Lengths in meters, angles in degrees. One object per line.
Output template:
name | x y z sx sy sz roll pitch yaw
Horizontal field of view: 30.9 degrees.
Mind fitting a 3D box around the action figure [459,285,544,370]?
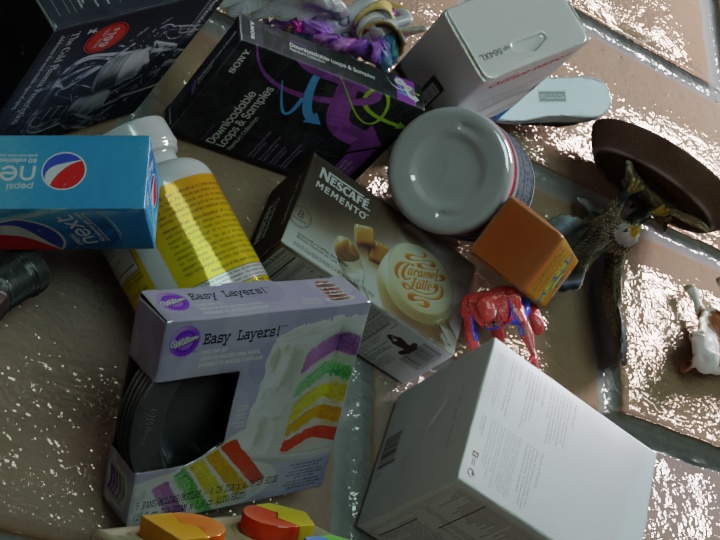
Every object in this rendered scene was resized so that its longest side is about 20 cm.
action figure | 0.140 0.068 1.235 0.200 0.065 0.099 30 48 -71

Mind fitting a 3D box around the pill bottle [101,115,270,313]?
pill bottle | -0.155 -0.022 1.086 0.113 0.113 0.200 -23 81 -43

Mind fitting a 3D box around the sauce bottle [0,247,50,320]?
sauce bottle | -0.313 0.042 0.957 0.200 0.066 0.066 -36 90 -43

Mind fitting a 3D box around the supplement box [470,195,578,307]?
supplement box | 0.162 -0.015 1.251 0.069 0.067 0.200 38 4 13

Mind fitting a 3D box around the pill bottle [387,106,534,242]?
pill bottle | 0.108 -0.088 1.280 0.120 0.119 0.200 64 14 9

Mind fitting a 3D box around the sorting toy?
sorting toy | -0.072 0.208 0.958 0.185 0.200 0.037 4 94 -44

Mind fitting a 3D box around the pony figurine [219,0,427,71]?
pony figurine | -0.033 -0.239 1.272 0.200 0.192 0.167 -91 168 -61

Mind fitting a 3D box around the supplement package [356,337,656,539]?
supplement package | 0.133 0.196 1.162 0.200 0.151 0.152 35 49 -17

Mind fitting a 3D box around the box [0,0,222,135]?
box | -0.237 -0.199 1.060 0.182 0.200 0.104 -27 83 -43

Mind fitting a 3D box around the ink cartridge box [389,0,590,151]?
ink cartridge box | 0.114 -0.203 1.319 0.146 0.200 0.084 -25 82 -30

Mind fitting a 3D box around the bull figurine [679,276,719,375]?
bull figurine | 0.442 0.073 1.532 0.199 0.065 0.122 11 62 -34

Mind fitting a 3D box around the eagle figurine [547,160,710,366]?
eagle figurine | 0.270 -0.016 1.429 0.151 0.151 0.200 27 76 28

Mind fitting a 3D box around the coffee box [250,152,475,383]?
coffee box | 0.000 0.000 1.217 0.200 0.080 0.115 34 49 -19

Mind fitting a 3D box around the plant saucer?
plant saucer | 0.342 -0.101 1.492 0.200 0.200 0.035 37 83 -16

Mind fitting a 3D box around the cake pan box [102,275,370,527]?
cake pan box | -0.100 0.099 1.020 0.199 0.185 0.052 -3 27 -39

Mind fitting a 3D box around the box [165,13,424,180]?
box | -0.061 -0.149 1.209 0.199 0.143 0.036 18 49 -29

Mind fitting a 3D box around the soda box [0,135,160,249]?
soda box | -0.257 -0.059 0.993 0.199 0.064 0.068 -1 61 -1

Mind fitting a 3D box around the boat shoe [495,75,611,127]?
boat shoe | 0.188 -0.193 1.486 0.199 0.057 0.069 3 79 -18
